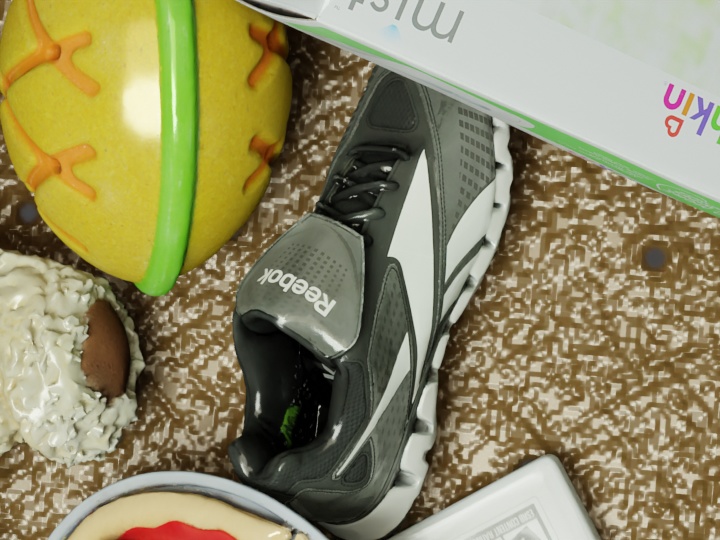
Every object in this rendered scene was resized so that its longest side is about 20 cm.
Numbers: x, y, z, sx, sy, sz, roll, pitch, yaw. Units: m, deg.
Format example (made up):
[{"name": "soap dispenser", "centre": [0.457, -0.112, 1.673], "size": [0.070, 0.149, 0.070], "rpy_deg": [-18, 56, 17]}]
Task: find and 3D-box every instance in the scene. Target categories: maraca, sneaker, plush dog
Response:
[{"name": "maraca", "centre": [-0.078, -0.090, 0.957], "size": [0.106, 0.137, 0.201], "rpy_deg": [-4, 108, -18]}, {"name": "sneaker", "centre": [0.000, 0.000, 0.957], "size": [0.066, 0.090, 0.201], "rpy_deg": [15, 92, 35]}, {"name": "plush dog", "centre": [-0.204, 0.056, 0.964], "size": [0.160, 0.200, 0.172], "rpy_deg": [-6, 57, 44]}]

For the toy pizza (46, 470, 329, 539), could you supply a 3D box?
[{"name": "toy pizza", "centre": [-0.058, 0.173, 0.954], "size": [0.199, 0.032, 0.201], "rpy_deg": [9, 105, 34]}]

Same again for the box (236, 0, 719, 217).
[{"name": "box", "centre": [0.083, -0.133, 0.905], "size": [0.199, 0.097, 0.177], "rpy_deg": [23, 91, -24]}]

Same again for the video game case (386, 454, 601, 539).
[{"name": "video game case", "centre": [0.028, 0.195, 0.985], "size": [0.199, 0.023, 0.183], "rpy_deg": [-29, 82, 8]}]
